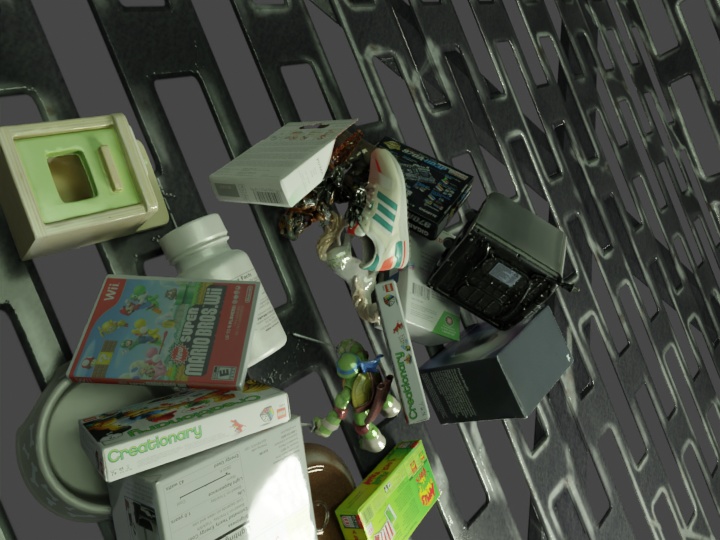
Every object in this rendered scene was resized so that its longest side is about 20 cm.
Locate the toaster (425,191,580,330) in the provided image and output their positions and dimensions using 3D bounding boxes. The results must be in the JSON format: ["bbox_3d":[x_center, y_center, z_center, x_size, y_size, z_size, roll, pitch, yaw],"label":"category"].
[{"bbox_3d":[0.236,-0.008,0.968,0.198,0.182,0.120,30,51,-2],"label":"toaster"}]

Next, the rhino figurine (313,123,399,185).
[{"bbox_3d":[-0.006,-0.196,1.004,0.198,0.060,0.088,28,55,11],"label":"rhino figurine"}]

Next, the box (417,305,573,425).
[{"bbox_3d":[0.247,0.173,1.056,0.199,0.197,0.125,-30,96,-42],"label":"box"}]

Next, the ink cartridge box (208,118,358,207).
[{"bbox_3d":[-0.111,-0.170,0.889,0.200,0.159,0.051,-45,130,-39],"label":"ink cartridge box"}]

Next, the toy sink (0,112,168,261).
[{"bbox_3d":[-0.331,-0.111,0.718,0.198,0.111,0.132,-20,90,-42],"label":"toy sink"}]

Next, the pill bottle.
[{"bbox_3d":[-0.192,0.033,0.789,0.114,0.114,0.203,-29,95,-41],"label":"pill bottle"}]

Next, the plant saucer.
[{"bbox_3d":[-0.070,0.358,0.842,0.198,0.036,0.204,13,69,-36],"label":"plant saucer"}]

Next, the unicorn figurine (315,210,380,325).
[{"bbox_3d":[0.000,0.000,0.997,0.198,0.074,0.139,34,66,-11],"label":"unicorn figurine"}]

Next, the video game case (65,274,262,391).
[{"bbox_3d":[-0.224,0.069,0.680,0.196,0.018,0.145,2,51,2],"label":"video game case"}]

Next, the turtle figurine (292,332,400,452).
[{"bbox_3d":[-0.028,0.190,0.904,0.145,0.197,0.195,-98,162,-49],"label":"turtle figurine"}]

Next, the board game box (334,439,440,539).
[{"bbox_3d":[0.048,0.363,0.902,0.199,0.047,0.103,-26,98,-53],"label":"board game box"}]

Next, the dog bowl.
[{"bbox_3d":[-0.296,0.194,0.689,0.198,0.058,0.204,14,68,-37],"label":"dog bowl"}]

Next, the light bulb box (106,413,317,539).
[{"bbox_3d":[-0.163,0.290,0.666,0.196,0.123,0.204,-12,96,-47],"label":"light bulb box"}]

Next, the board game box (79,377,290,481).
[{"bbox_3d":[-0.194,0.166,0.639,0.197,0.125,0.035,-11,97,-36],"label":"board game box"}]

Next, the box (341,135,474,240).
[{"bbox_3d":[0.087,-0.156,1.053,0.198,0.046,0.159,28,51,16],"label":"box"}]

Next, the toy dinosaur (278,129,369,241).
[{"bbox_3d":[-0.060,-0.137,0.920,0.101,0.135,0.203,10,102,-36],"label":"toy dinosaur"}]

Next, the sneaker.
[{"bbox_3d":[0.024,-0.095,0.933,0.092,0.070,0.204,-11,103,-21],"label":"sneaker"}]

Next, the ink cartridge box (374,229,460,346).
[{"bbox_3d":[0.111,0.022,1.064,0.144,0.087,0.204,21,65,-34],"label":"ink cartridge box"}]

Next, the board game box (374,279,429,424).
[{"bbox_3d":[0.060,0.126,0.870,0.034,0.126,0.204,-13,76,-1],"label":"board game box"}]
